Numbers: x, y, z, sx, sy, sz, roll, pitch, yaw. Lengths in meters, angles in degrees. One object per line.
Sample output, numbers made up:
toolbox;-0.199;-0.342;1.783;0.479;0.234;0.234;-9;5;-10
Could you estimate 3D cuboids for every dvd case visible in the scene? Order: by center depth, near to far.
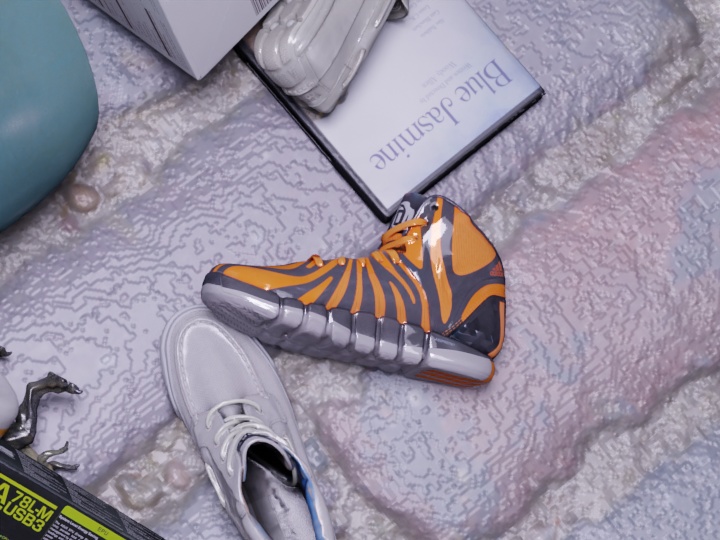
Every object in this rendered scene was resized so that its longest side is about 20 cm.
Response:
dvd case;0.006;-0.149;1.452;0.143;0.018;0.200;-39;84;-13

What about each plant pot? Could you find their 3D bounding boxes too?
plant pot;-0.258;-0.106;1.333;0.161;0.201;0.201;-27;81;-24

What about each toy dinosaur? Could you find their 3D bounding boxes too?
toy dinosaur;-0.228;0.095;1.363;0.200;0.047;0.088;28;83;5

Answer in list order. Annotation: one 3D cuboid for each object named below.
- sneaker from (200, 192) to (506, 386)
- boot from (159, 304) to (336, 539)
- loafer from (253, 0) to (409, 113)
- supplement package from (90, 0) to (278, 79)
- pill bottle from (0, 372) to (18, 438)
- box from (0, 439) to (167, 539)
sneaker;0.000;0.000;1.385;0.200;0.078;0.112;15;77;-20
boot;-0.065;0.104;1.348;0.074;0.096;0.200;-26;81;-11
loafer;0.004;-0.193;1.426;0.070;0.070;0.200;45;69;-31
supplement package;-0.137;-0.257;1.365;0.200;0.151;0.152;37;76;25
pill bottle;-0.305;0.123;1.295;0.116;0.116;0.200;38;94;4
box;-0.213;0.210;1.269;0.200;0.048;0.193;34;93;-25
